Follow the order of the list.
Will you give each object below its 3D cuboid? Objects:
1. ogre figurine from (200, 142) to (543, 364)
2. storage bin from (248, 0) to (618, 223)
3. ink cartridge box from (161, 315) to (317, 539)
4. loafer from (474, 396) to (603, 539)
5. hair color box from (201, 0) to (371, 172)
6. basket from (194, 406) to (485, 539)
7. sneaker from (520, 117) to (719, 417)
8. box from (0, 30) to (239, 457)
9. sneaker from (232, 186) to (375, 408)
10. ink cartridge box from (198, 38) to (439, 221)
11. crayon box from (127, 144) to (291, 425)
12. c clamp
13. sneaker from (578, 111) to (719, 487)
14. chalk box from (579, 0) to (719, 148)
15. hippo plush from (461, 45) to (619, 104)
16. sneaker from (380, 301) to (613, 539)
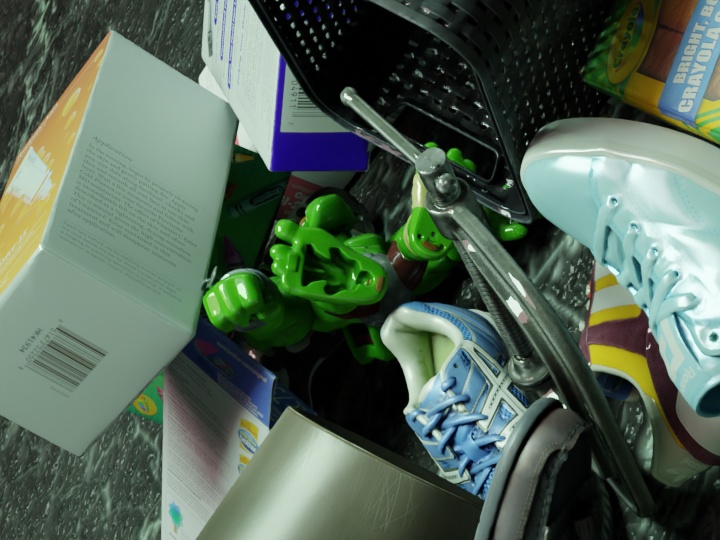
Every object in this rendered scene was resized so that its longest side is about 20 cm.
[{"bbox_3d":[0.000,0.000,0.916,0.200,0.098,0.120,-41,-3,-23],"label":"ogre figurine"},{"bbox_3d":[0.033,-0.117,0.721,0.134,0.200,0.094,30,80,21],"label":"storage bin"},{"bbox_3d":[-0.075,0.119,0.979,0.119,0.042,0.202,35,132,44],"label":"ink cartridge box"},{"bbox_3d":[0.085,0.149,0.714,0.063,0.072,0.202,23,122,28],"label":"loafer"},{"bbox_3d":[-0.043,-0.144,0.962,0.200,0.064,0.110,-124,37,-59],"label":"hair color box"},{"bbox_3d":[-0.025,0.177,0.748,0.201,0.179,0.136,-63,2,-3],"label":"basket"},{"bbox_3d":[0.135,0.009,0.642,0.199,0.074,0.082,29,63,27],"label":"sneaker"},{"bbox_3d":[-0.150,-0.019,0.940,0.124,0.097,0.201,-45,24,34],"label":"box"},{"bbox_3d":[-0.057,0.037,1.076,0.202,0.078,0.090,-67,23,3],"label":"sneaker"},{"bbox_3d":[-0.025,-0.151,1.130,0.200,0.084,0.146,-53,33,32],"label":"ink cartridge box"},{"bbox_3d":[-0.107,0.016,1.102,0.200,0.058,0.120,117,175,-61],"label":"crayon box"},{"bbox_3d":[0.074,0.021,0.742,0.027,0.201,0.171,-35,42,-4],"label":"c clamp"},{"bbox_3d":[0.128,0.007,0.764,0.090,0.075,0.201,-50,33,23],"label":"sneaker"},{"bbox_3d":[0.185,-0.101,0.679,0.125,0.123,0.200,-65,28,7],"label":"chalk box"},{"bbox_3d":[0.074,-0.171,0.886,0.201,0.158,0.161,-56,30,24],"label":"hippo plush"},{"bbox_3d":[0.062,0.090,0.826,0.076,0.077,0.201,-55,34,22],"label":"sneaker"}]
